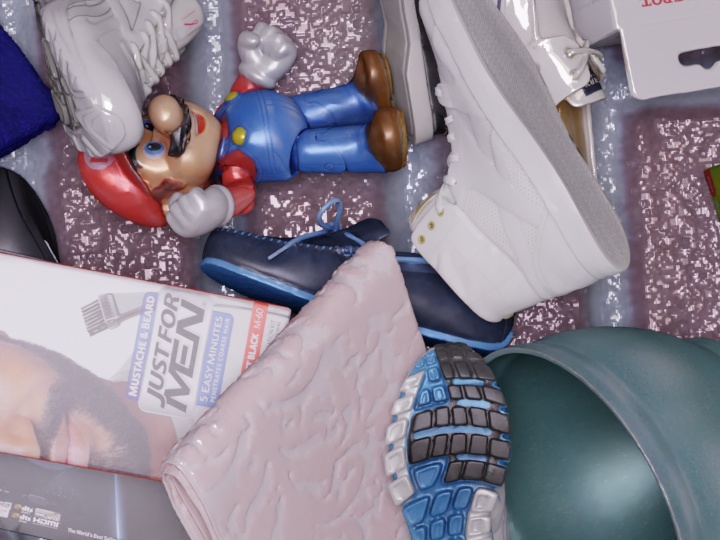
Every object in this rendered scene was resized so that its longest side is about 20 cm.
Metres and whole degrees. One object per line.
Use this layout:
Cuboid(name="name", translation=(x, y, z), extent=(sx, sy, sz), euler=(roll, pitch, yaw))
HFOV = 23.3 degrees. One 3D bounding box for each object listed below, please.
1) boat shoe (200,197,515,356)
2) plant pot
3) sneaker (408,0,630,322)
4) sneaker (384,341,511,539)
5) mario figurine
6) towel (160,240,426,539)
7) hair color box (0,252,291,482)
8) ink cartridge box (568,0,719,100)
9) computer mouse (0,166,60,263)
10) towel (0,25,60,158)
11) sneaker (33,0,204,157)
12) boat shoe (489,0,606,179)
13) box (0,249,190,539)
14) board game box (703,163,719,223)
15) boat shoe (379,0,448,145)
Cuboid(name="boat shoe", translation=(0.000, 0.000, 1.085), extent=(0.199, 0.084, 0.069), euler=(16, 81, -17))
Cuboid(name="plant pot", translation=(0.171, 0.117, 1.032), extent=(0.133, 0.200, 0.202), euler=(-21, 89, -28))
Cuboid(name="sneaker", translation=(0.061, -0.066, 1.021), extent=(0.115, 0.074, 0.201), euler=(-27, 92, 31))
Cuboid(name="sneaker", translation=(0.056, 0.140, 1.041), extent=(0.074, 0.087, 0.202), euler=(-2, 97, 5))
Cuboid(name="mario figurine", translation=(-0.074, -0.087, 1.058), extent=(0.198, 0.123, 0.107), euler=(-13, 105, -5))
Cuboid(name="towel", translation=(-0.020, 0.114, 1.001), extent=(0.200, 0.032, 0.192), euler=(-48, 133, -36))
Cuboid(name="hair color box", translation=(-0.147, 0.056, 0.997), extent=(0.198, 0.064, 0.112), euler=(10, 88, -6))
Cuboid(name="ink cartridge box", translation=(0.181, -0.205, 1.072), extent=(0.115, 0.067, 0.202), euler=(-10, 89, -18))
Cuboid(name="computer mouse", translation=(-0.183, 0.022, 1.088), extent=(0.139, 0.046, 0.202), euler=(-17, 89, 0))
Cuboid(name="towel", translation=(-0.289, -0.136, 1.058), extent=(0.200, 0.148, 0.050), euler=(48, 132, 2))
Cuboid(name="sneaker", translation=(-0.138, -0.138, 1.031), extent=(0.099, 0.200, 0.078), euler=(-12, 128, -9))
Cuboid(name="boat shoe", translation=(0.117, -0.116, 1.053), extent=(0.069, 0.071, 0.202), euler=(9, 109, 39))
Cuboid(name="box", translation=(-0.162, 0.082, 1.048), extent=(0.198, 0.044, 0.162), euler=(14, 87, -6))
Cuboid(name="board game box", translation=(0.256, -0.026, 1.016), extent=(0.047, 0.200, 0.102), euler=(-17, 89, -1))
Cuboid(name="boat shoe", translation=(0.043, -0.172, 1.052), extent=(0.060, 0.074, 0.201), euler=(-17, 119, -11))
